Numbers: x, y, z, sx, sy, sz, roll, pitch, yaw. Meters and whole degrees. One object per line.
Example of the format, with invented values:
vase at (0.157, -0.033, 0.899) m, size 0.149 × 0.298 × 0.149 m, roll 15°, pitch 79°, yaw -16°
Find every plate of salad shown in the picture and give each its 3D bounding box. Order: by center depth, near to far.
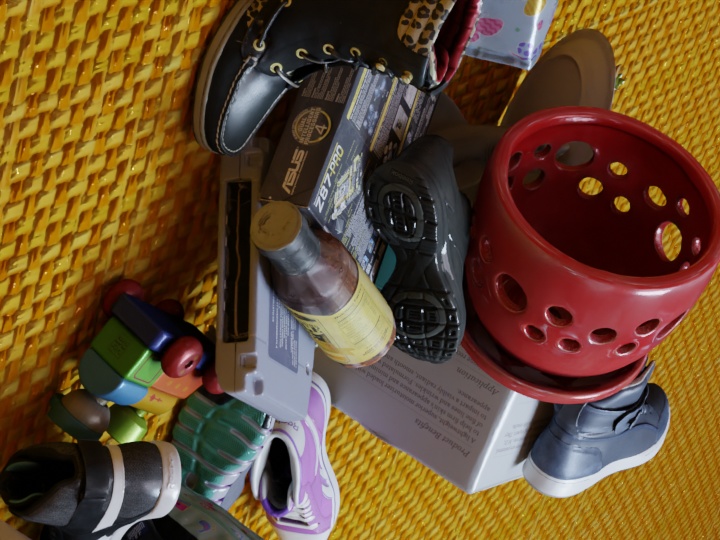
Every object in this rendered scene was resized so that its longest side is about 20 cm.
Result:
plate of salad at (0.175, -0.120, 1.829) m, size 0.048 × 0.200 × 0.200 m, roll 21°, pitch 101°, yaw -23°

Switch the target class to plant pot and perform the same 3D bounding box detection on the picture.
plant pot at (0.179, -0.004, 1.670) m, size 0.200 × 0.200 × 0.183 m, roll -38°, pitch 157°, yaw -38°

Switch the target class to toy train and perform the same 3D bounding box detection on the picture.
toy train at (-0.152, 0.089, 1.552) m, size 0.116 × 0.085 × 0.200 m, roll -50°, pitch 156°, yaw 4°

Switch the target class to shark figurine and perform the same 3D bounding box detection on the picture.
shark figurine at (0.055, -0.109, 1.750) m, size 0.214 × 0.128 × 0.090 m, roll -12°, pitch 98°, yaw -26°

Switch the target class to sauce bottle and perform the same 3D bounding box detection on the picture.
sauce bottle at (-0.030, 0.009, 1.517) m, size 0.066 × 0.066 × 0.200 m, roll -54°, pitch 149°, yaw -11°

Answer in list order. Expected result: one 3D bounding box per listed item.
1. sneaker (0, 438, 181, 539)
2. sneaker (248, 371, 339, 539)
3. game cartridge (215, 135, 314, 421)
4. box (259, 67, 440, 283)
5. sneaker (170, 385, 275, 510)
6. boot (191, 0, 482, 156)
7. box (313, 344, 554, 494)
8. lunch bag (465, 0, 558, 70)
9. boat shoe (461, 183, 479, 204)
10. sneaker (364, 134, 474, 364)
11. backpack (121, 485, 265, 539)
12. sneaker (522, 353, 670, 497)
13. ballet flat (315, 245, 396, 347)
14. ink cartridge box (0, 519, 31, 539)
sneaker at (-0.222, 0.166, 1.498) m, size 0.112 × 0.073 × 0.200 m, roll 8°, pitch 152°, yaw -30°
sneaker at (-0.067, 0.195, 1.793) m, size 0.114 × 0.072 × 0.201 m, roll -72°, pitch 162°, yaw -51°
game cartridge at (-0.069, 0.009, 1.552) m, size 0.133 × 0.041 × 0.201 m, roll 34°, pitch 53°, yaw -63°
box at (-0.001, -0.104, 1.581) m, size 0.161 × 0.049 × 0.200 m, roll 55°, pitch 51°, yaw -62°
sneaker at (-0.117, 0.148, 1.705) m, size 0.200 × 0.074 × 0.088 m, roll -58°, pitch 168°, yaw 22°
boot at (-0.019, -0.150, 1.439) m, size 0.204 × 0.154 × 0.073 m, roll -62°, pitch 155°, yaw 5°
box at (0.087, 0.086, 1.847) m, size 0.200 × 0.199 × 0.131 m, roll -6°, pitch 123°, yaw -61°
lunch bag at (0.119, -0.282, 1.574) m, size 0.200 × 0.127 × 0.170 m, roll -74°, pitch 175°, yaw -50°
boat shoe at (0.154, -0.075, 1.950) m, size 0.200 × 0.071 × 0.064 m, roll -39°, pitch 148°, yaw -40°
sneaker at (0.059, -0.015, 1.608) m, size 0.091 × 0.076 × 0.200 m, roll -51°, pitch 147°, yaw -45°
backpack at (-0.134, 0.254, 1.611) m, size 0.126 × 0.200 × 0.167 m, roll -9°, pitch 124°, yaw -56°
sneaker at (0.234, 0.107, 1.816) m, size 0.202 × 0.077 × 0.146 m, roll -27°, pitch 142°, yaw -49°
ballet flat at (0.000, 0.000, 1.698) m, size 0.200 × 0.068 × 0.075 m, roll -35°, pitch -171°, yaw 15°
ink cartridge box at (-0.296, 0.301, 1.499) m, size 0.200 × 0.086 × 0.147 m, roll -48°, pitch 153°, yaw -27°
